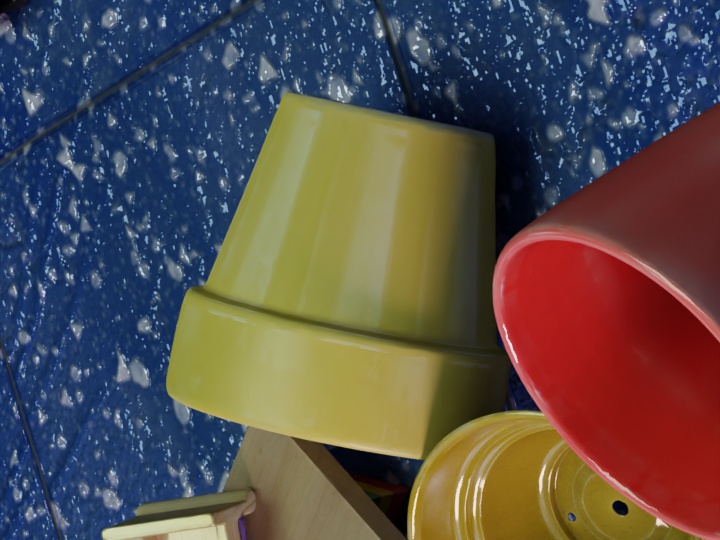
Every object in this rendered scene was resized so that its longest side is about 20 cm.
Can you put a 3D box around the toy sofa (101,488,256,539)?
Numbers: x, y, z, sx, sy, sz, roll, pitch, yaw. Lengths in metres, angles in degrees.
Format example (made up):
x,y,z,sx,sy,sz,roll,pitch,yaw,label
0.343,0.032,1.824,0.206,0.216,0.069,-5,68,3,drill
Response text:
x,y,z,sx,sy,sz,roll,pitch,yaw,label
-0.091,0.243,1.878,0.082,0.097,0.201,-10,91,25,toy sofa

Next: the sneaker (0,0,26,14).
x,y,z,sx,sy,sz,roll,pitch,yaw,label
-0.265,-0.256,2.066,0.112,0.077,0.201,30,131,36,sneaker

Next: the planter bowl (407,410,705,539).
x,y,z,sx,sy,sz,roll,pitch,yaw,label
0.133,0.151,1.674,0.199,0.083,0.202,16,123,26,planter bowl

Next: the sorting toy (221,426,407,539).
x,y,z,sx,sy,sz,roll,pitch,yaw,label
-0.013,0.215,1.884,0.199,0.069,0.201,46,130,32,sorting toy

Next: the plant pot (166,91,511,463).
x,y,z,sx,sy,sz,roll,pitch,yaw,label
0.000,0.000,1.743,0.200,0.200,0.190,14,93,46,plant pot

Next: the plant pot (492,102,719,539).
x,y,z,sx,sy,sz,roll,pitch,yaw,label
0.193,0.007,1.489,0.200,0.177,0.201,36,152,23,plant pot
